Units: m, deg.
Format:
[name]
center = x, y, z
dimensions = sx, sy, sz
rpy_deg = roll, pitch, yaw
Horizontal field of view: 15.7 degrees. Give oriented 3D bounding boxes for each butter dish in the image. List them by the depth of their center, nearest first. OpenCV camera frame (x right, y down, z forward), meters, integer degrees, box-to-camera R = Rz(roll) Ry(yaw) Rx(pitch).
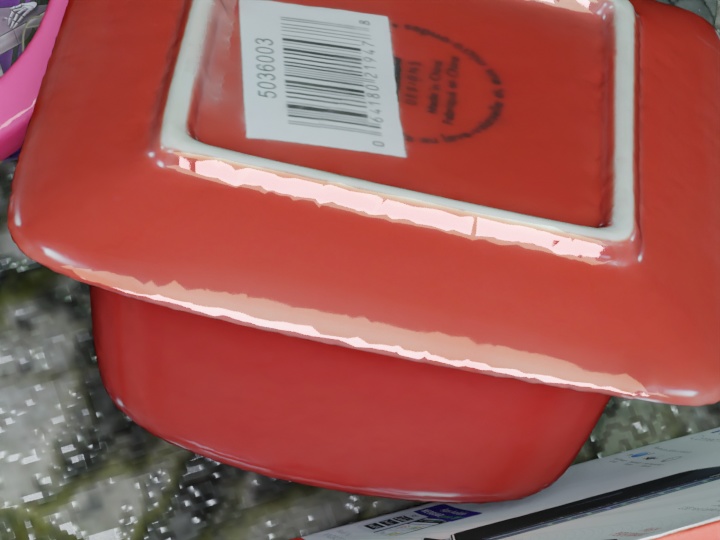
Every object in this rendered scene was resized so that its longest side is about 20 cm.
[butter dish]
center = 0.000, 0.000, 0.762
dimensions = 0.199, 0.148, 0.200
rpy_deg = 12, 37, -4

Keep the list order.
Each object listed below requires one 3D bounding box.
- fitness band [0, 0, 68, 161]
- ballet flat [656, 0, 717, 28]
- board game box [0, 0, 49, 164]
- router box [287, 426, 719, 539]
[fitness band]
center = -0.145, -0.115, 0.811
dimensions = 0.143, 0.037, 0.200
rpy_deg = 4, 66, -7
[ballet flat]
center = 0.123, -0.023, 0.831
dimensions = 0.057, 0.066, 0.200
rpy_deg = -19, 72, -9
[board game box]
center = -0.192, -0.071, 0.820
dimensions = 0.200, 0.032, 0.120
rpy_deg = -18, 68, -16
[router box]
center = 0.069, 0.085, 0.707
dimensions = 0.179, 0.200, 0.049
rpy_deg = -14, 91, -15
